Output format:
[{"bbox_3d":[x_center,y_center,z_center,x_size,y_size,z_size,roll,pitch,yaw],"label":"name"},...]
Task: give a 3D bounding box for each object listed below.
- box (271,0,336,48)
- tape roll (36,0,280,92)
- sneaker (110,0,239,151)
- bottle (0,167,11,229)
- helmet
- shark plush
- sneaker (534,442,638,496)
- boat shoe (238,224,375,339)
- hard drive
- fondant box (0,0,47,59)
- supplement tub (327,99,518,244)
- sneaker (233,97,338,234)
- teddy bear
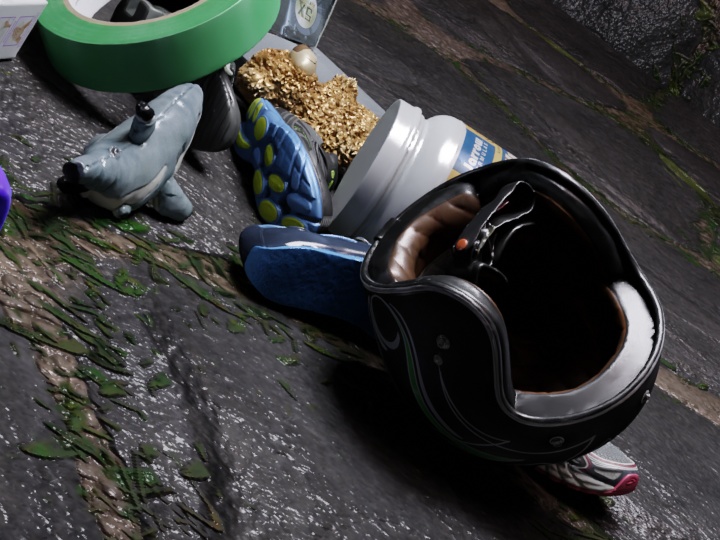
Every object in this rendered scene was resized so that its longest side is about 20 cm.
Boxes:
[{"bbox_3d":[-0.142,-0.322,1.855,0.199,0.087,0.163,18,12,-40],"label":"box"},{"bbox_3d":[-0.165,-0.221,1.459,0.198,0.049,0.202,-7,40,6],"label":"tape roll"},{"bbox_3d":[-0.134,-0.163,1.511,0.088,0.074,0.200,15,27,-41],"label":"sneaker"},{"bbox_3d":[-0.280,-0.080,1.041,0.200,0.084,0.065,45,21,31],"label":"bottle"},{"bbox_3d":[0.109,0.040,1.251,0.191,0.199,0.200,55,10,-22],"label":"helmet"},{"bbox_3d":[-0.171,-0.091,1.261,0.091,0.084,0.200,40,18,17],"label":"shark plush"},{"bbox_3d":[0.140,0.094,1.359,0.080,0.075,0.200,11,30,-51],"label":"sneaker"},{"bbox_3d":[0.000,0.000,1.343,0.199,0.085,0.069,25,16,-33],"label":"boat shoe"},{"bbox_3d":[-0.072,-0.192,1.785,0.140,0.033,0.199,45,21,29],"label":"hard drive"},{"bbox_3d":[-0.341,-0.215,1.322,0.144,0.059,0.200,38,19,9],"label":"fondant box"},{"bbox_3d":[0.084,-0.036,1.476,0.199,0.145,0.145,31,18,-10],"label":"supplement tub"},{"bbox_3d":[-0.050,-0.085,1.486,0.082,0.071,0.200,20,19,-22],"label":"sneaker"},{"bbox_3d":[-0.019,-0.136,1.633,0.200,0.067,0.145,49,34,9],"label":"teddy bear"}]
